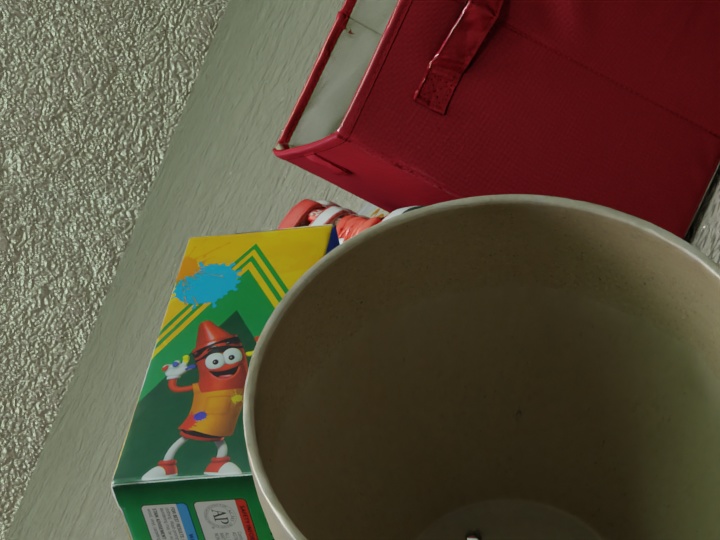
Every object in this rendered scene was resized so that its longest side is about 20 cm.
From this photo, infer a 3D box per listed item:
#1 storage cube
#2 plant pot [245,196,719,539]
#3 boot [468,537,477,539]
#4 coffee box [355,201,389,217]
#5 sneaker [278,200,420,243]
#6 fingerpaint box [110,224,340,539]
[{"bbox_3d":[0.083,-0.097,1.319,0.171,0.179,0.200,-65,11,-6],"label":"storage cube"},{"bbox_3d":[0.059,0.091,1.005,0.135,0.200,0.201,88,-165,-49],"label":"plant pot"},{"bbox_3d":[0.049,0.061,1.204,0.200,0.144,0.073,-46,21,61],"label":"boot"},{"bbox_3d":[-0.008,0.040,1.495,0.200,0.080,0.114,-43,14,-11],"label":"coffee box"},{"bbox_3d":[0.000,0.001,1.286,0.067,0.108,0.201,-66,-16,-6],"label":"sneaker"},{"bbox_3d":[-0.033,0.109,1.148,0.167,0.073,0.200,-77,-23,-52],"label":"fingerpaint box"}]
